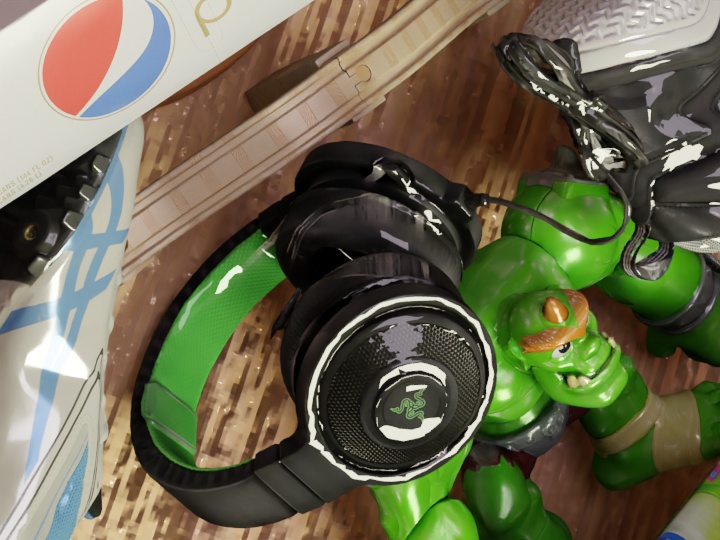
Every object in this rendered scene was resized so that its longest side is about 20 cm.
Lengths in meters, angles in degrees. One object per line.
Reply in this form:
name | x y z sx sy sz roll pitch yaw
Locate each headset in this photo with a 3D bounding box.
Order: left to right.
headset | 0.000 0.000 0.812 0.094 0.199 0.124 45 27 -34

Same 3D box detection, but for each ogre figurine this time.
ogre figurine | 0.060 0.048 0.895 0.200 0.098 0.120 -41 119 -8

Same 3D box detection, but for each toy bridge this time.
toy bridge | -0.015 -0.061 0.883 0.200 0.067 0.027 -37 99 -25

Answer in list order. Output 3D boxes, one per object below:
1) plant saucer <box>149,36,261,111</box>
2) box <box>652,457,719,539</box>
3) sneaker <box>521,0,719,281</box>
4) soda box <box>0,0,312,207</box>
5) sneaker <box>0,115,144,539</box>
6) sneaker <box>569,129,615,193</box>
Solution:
plant saucer | -0.098 -0.153 0.872 0.199 0.037 0.202 4 82 -26
box | 0.182 0.164 0.869 0.200 0.122 0.193 35 64 20
sneaker | 0.147 -0.068 0.897 0.199 0.075 0.114 -25 104 -32
soda box | -0.068 -0.101 0.790 0.200 0.068 0.064 -35 140 -6
sneaker | -0.108 0.037 0.819 0.072 0.072 0.201 21 84 -45
sneaker | 0.113 -0.129 0.962 0.090 0.076 0.201 -13 96 -35
